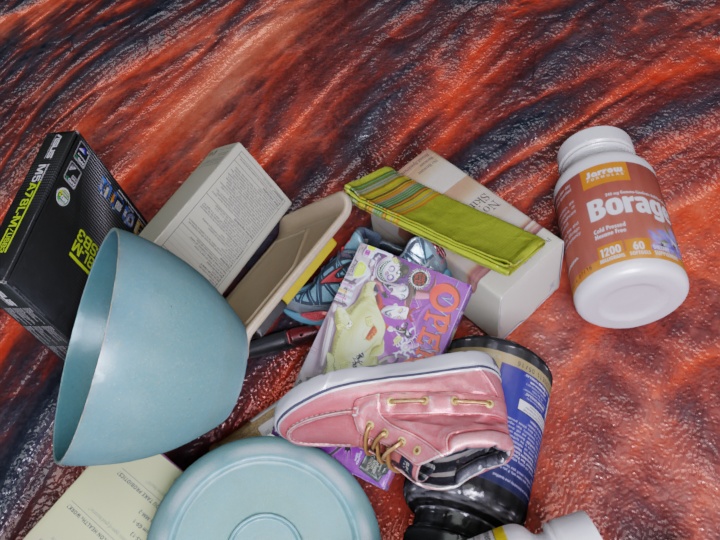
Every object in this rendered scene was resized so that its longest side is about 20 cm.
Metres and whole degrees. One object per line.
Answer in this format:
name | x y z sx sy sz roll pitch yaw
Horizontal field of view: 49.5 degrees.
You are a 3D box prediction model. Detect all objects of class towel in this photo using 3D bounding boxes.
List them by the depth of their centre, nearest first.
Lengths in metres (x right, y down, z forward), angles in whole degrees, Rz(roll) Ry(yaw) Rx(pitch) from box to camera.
towel | 0.083 -0.056 0.792 0.199 0.018 0.086 28 39 26

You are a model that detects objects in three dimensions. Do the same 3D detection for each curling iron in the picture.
curling iron | -0.068 0.080 0.848 0.198 0.026 0.050 -8 51 5

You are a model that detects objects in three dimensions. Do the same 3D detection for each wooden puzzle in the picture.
wooden puzzle | -0.096 0.015 0.833 0.037 0.185 0.201 40 67 -17

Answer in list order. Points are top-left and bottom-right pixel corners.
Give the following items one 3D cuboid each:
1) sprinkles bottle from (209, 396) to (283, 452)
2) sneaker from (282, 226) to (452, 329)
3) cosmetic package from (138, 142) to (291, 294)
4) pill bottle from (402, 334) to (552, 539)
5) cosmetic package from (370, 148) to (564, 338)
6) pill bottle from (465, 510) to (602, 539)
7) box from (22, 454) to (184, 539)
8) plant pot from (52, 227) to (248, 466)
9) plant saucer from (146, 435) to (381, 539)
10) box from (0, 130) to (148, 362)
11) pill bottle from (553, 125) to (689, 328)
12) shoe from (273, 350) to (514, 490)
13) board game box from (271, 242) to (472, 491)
sprinkles bottle | -0.050 0.147 0.774 0.199 0.069 0.068 -33 56 -12
sneaker | 0.000 0.000 0.825 0.198 0.097 0.079 -9 15 21
cosmetic package | -0.180 -0.039 0.894 0.073 0.104 0.201 0 47 52
pill bottle | 0.102 0.170 0.703 0.111 0.112 0.201 10 58 17
cosmetic package | 0.112 -0.032 0.854 0.103 0.088 0.200 -40 58 -19
pill bottle | 0.089 0.255 0.564 0.198 0.115 0.115 -21 54 2
box | -0.205 0.278 0.696 0.175 0.097 0.200 28 64 26
plant pot | -0.178 0.078 0.690 0.134 0.200 0.202 16 51 -25
plant saucer | -0.078 0.233 0.638 0.198 0.027 0.202 3 66 -6
box | -0.305 -0.013 0.850 0.047 0.201 0.195 -3 54 17
pill bottle | 0.265 -0.051 0.822 0.111 0.113 0.202 -6 55 6
shoe | 0.024 0.132 0.641 0.198 0.072 0.092 -13 47 5
board game box | 0.012 0.085 0.727 0.119 0.032 0.202 22 77 14
